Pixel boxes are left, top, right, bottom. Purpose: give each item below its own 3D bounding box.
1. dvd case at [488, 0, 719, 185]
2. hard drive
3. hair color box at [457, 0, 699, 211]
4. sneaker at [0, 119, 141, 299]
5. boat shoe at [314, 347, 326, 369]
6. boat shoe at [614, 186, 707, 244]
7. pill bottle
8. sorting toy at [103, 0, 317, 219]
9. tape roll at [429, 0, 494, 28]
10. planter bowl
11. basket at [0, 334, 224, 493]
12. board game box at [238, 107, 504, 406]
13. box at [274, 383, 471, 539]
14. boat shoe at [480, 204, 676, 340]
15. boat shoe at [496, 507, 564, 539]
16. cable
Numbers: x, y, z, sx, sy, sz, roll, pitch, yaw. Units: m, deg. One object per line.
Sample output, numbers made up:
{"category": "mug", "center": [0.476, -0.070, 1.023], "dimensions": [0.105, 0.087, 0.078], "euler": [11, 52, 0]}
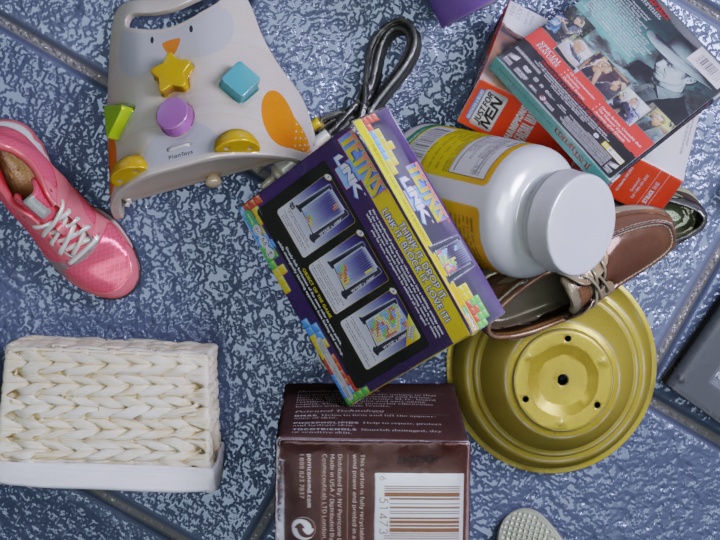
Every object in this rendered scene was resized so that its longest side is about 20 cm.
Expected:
{"category": "dvd case", "center": [0.222, -0.170, 1.435], "dimensions": [0.146, 0.022, 0.199], "euler": [47, 56, 9]}
{"category": "hard drive", "center": [0.392, 0.061, 1.529], "dimensions": [0.139, 0.033, 0.201], "euler": [35, 94, -4]}
{"category": "hair color box", "center": [0.196, -0.143, 1.463], "dimensions": [0.198, 0.064, 0.112], "euler": [25, 51, -3]}
{"category": "sneaker", "center": [-0.279, -0.047, 1.478], "dimensions": [0.074, 0.087, 0.200], "euler": [-42, 95, 4]}
{"category": "boat shoe", "center": [0.002, 0.000, 1.498], "dimensions": [0.074, 0.066, 0.202], "euler": [20, 95, -3]}
{"category": "boat shoe", "center": [0.217, -0.046, 1.497], "dimensions": [0.198, 0.066, 0.073], "euler": [-5, 92, -3]}
{"category": "pill bottle", "center": [0.116, -0.057, 1.408], "dimensions": [0.112, 0.199, 0.114], "euler": [-12, 109, -39]}
{"category": "sorting toy", "center": [-0.155, -0.164, 1.462], "dimensions": [0.198, 0.107, 0.182], "euler": [-14, 73, 13]}
{"category": "tape roll", "center": [0.140, -0.289, 1.406], "dimensions": [0.198, 0.200, 0.086], "euler": [-26, 95, 2]}
{"category": "planter bowl", "center": [0.179, 0.093, 1.503], "dimensions": [0.197, 0.083, 0.203], "euler": [0, 95, -2]}
{"category": "basket", "center": [-0.220, 0.125, 1.475], "dimensions": [0.197, 0.136, 0.125], "euler": [3, 92, -1]}
{"category": "board game box", "center": [0.006, -0.010, 1.403], "dimensions": [0.165, 0.057, 0.202], "euler": [-32, 87, 39]}
{"category": "box", "center": [0.009, 0.201, 1.447], "dimensions": [0.162, 0.200, 0.168], "euler": [0, 99, -1]}
{"category": "boat shoe", "center": [0.187, 0.009, 1.438], "dimensions": [0.198, 0.072, 0.076], "euler": [-26, 120, 4]}
{"category": "boat shoe", "center": [0.186, 0.316, 1.538], "dimensions": [0.074, 0.062, 0.202], "euler": [-30, 80, 7]}
{"category": "cable", "center": [-0.009, -0.136, 1.483], "dimensions": [0.201, 0.050, 0.097], "euler": [-51, 57, 9]}
